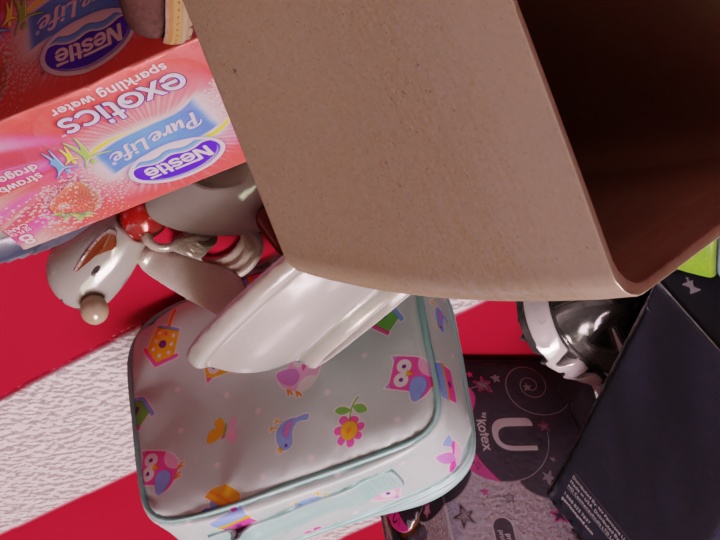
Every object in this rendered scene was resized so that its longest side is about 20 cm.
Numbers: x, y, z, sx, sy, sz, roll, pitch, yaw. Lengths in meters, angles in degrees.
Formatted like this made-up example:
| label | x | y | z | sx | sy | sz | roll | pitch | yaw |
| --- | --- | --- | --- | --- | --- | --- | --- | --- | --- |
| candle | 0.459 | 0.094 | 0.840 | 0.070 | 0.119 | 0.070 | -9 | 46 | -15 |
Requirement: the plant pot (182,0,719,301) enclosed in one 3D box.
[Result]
| label | x | y | z | sx | sy | sz | roll | pitch | yaw |
| --- | --- | --- | --- | --- | --- | --- | --- | --- | --- |
| plant pot | 0.050 | -0.098 | 0.822 | 0.177 | 0.201 | 0.200 | -15 | -170 | 43 |

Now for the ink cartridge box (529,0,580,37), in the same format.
| label | x | y | z | sx | sy | sz | roll | pitch | yaw |
| --- | --- | --- | --- | --- | --- | --- | --- | --- | --- |
| ink cartridge box | 0.151 | -0.137 | 0.980 | 0.199 | 0.044 | 0.094 | -4 | 153 | -48 |

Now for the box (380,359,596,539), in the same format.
| label | x | y | z | sx | sy | sz | roll | pitch | yaw |
| --- | --- | --- | --- | --- | --- | --- | --- | --- | --- |
| box | 0.092 | 0.168 | 1.357 | 0.131 | 0.201 | 0.115 | 2 | 145 | -20 |

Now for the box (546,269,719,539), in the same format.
| label | x | y | z | sx | sy | sz | roll | pitch | yaw |
| --- | --- | --- | --- | --- | --- | --- | --- | --- | --- |
| box | 0.246 | 0.085 | 1.260 | 0.199 | 0.123 | 0.199 | -18 | 144 | -33 |

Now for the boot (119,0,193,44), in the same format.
| label | x | y | z | sx | sy | sz | roll | pitch | yaw |
| --- | --- | --- | --- | --- | --- | --- | --- | --- | --- |
| boot | -0.150 | -0.175 | 0.836 | 0.165 | 0.073 | 0.201 | -5 | 127 | 3 |

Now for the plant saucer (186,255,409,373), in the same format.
| label | x | y | z | sx | sy | sz | roll | pitch | yaw |
| --- | --- | --- | --- | --- | --- | --- | --- | --- | --- |
| plant saucer | 0.000 | 0.000 | 1.099 | 0.200 | 0.050 | 0.200 | -39 | 176 | -3 |

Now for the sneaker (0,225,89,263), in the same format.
| label | x | y | z | sx | sy | sz | roll | pitch | yaw |
| --- | --- | --- | --- | --- | --- | --- | --- | --- | --- |
| sneaker | -0.223 | -0.043 | 1.042 | 0.199 | 0.070 | 0.082 | -8 | 157 | -7 |

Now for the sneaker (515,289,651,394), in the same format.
| label | x | y | z | sx | sy | sz | roll | pitch | yaw |
| --- | --- | --- | --- | --- | --- | --- | --- | --- | --- |
| sneaker | 0.185 | 0.051 | 1.326 | 0.090 | 0.067 | 0.200 | -25 | 144 | 26 |

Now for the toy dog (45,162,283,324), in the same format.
| label | x | y | z | sx | sy | sz | roll | pitch | yaw |
| --- | --- | --- | --- | --- | --- | --- | --- | --- | --- |
| toy dog | -0.085 | -0.018 | 1.104 | 0.131 | 0.097 | 0.200 | 5 | 145 | -24 |

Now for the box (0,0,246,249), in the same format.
| label | x | y | z | sx | sy | sz | roll | pitch | yaw |
| --- | --- | --- | --- | --- | --- | --- | --- | --- | --- |
| box | -0.101 | -0.100 | 0.969 | 0.199 | 0.095 | 0.103 | -20 | 148 | 15 |

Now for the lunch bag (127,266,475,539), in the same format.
| label | x | y | z | sx | sy | sz | roll | pitch | yaw |
| --- | --- | --- | --- | --- | --- | --- | --- | --- | --- |
| lunch bag | -0.037 | 0.080 | 1.215 | 0.199 | 0.161 | 0.077 | -21 | 147 | 14 |

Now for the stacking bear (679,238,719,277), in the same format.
| label | x | y | z | sx | sy | sz | roll | pitch | yaw |
| --- | --- | --- | --- | --- | --- | --- | --- | --- | --- |
| stacking bear | 0.163 | -0.051 | 1.093 | 0.199 | 0.122 | 0.114 | 8 | -166 | 12 |
